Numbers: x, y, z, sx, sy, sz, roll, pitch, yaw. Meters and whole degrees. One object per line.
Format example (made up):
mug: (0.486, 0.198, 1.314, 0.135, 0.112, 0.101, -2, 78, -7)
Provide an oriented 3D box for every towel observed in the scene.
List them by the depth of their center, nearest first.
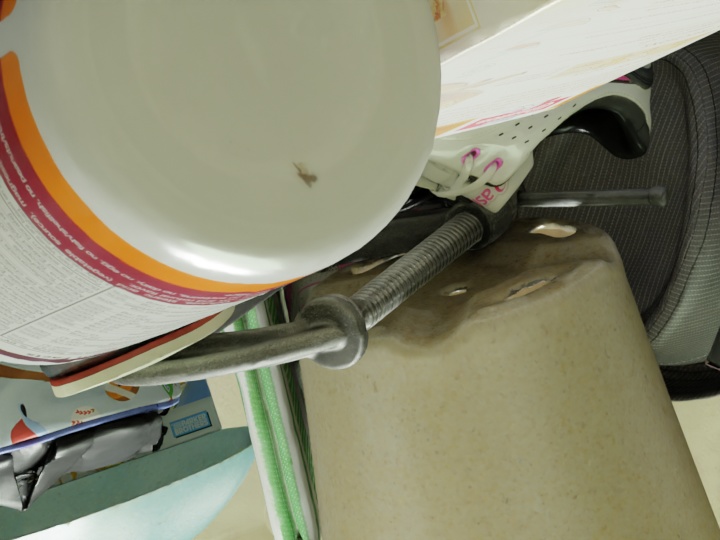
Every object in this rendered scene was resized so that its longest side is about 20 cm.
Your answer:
towel: (-0.044, 0.037, 1.039, 0.023, 0.153, 0.200, -13, -160, 1)

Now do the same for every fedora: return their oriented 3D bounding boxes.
fedora: (0.129, -0.038, 0.961, 0.090, 0.177, 0.201, -6, 126, -56)

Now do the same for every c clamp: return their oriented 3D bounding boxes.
c clamp: (0.000, 0.000, 0.852, 0.170, 0.027, 0.200, -3, -161, 36)

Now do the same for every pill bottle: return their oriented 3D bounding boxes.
pill bottle: (-0.073, -0.034, 0.590, 0.109, 0.110, 0.200, -16, 178, -32)

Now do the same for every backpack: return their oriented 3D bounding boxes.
backpack: (-0.165, 0.039, 0.934, 0.199, 0.155, 0.190, -22, -173, -21)

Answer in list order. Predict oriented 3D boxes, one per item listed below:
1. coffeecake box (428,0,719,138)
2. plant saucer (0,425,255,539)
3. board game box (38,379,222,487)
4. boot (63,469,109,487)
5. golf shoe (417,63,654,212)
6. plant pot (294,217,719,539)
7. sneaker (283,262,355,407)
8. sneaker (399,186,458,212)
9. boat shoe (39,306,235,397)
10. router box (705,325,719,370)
coffeecake box: (0.054, -0.095, 0.630, 0.153, 0.073, 0.200, -16, 176, -38)
plant saucer: (-0.134, 0.123, 1.057, 0.200, 0.039, 0.201, -18, -177, 1)
board game box: (-0.182, 0.045, 1.067, 0.199, 0.136, 0.034, -19, 177, -10)
boot: (-0.126, 0.047, 1.182, 0.203, 0.155, 0.073, -18, -177, 12)
golf shoe: (0.030, -0.065, 0.839, 0.199, 0.093, 0.073, -15, 176, -26)
plant pot: (0.057, 0.085, 0.899, 0.199, 0.184, 0.201, -13, -163, 4)
sneaker: (0.004, 0.014, 1.043, 0.081, 0.201, 0.088, -13, 171, -1)
sneaker: (0.019, -0.050, 0.965, 0.070, 0.098, 0.200, -17, 176, 16)
boat shoe: (-0.080, -0.012, 0.829, 0.071, 0.063, 0.200, -15, -164, 16)
router box: (0.223, -0.049, 0.869, 0.051, 0.201, 0.149, 29, -159, 32)
